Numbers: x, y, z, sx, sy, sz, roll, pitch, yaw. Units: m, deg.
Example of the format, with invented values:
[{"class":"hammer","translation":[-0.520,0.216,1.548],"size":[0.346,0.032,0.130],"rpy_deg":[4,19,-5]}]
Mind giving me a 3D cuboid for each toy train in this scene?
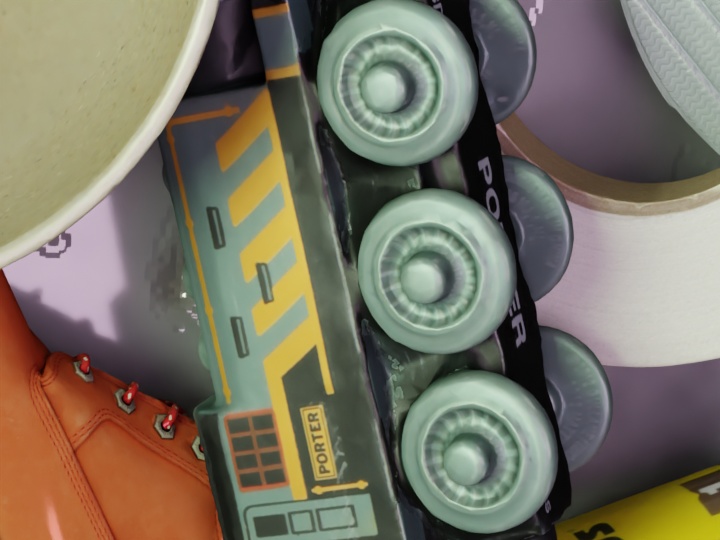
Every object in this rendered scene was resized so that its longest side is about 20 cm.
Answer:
[{"class":"toy train","translation":[0.000,0.000,0.809],"size":[0.113,0.085,0.202],"rpy_deg":[-9,99,22]}]

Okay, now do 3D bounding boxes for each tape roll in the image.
[{"class":"tape roll","translation":[0.083,-0.072,0.837],"size":[0.201,0.037,0.204],"rpy_deg":[2,102,9]}]

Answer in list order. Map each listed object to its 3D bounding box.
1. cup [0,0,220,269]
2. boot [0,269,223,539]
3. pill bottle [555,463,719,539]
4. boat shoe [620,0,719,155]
[{"class":"cup","translation":[-0.147,-0.104,0.750],"size":[0.199,0.143,0.202],"rpy_deg":[-4,103,-16]},{"class":"boot","translation":[-0.092,0.047,0.844],"size":[0.107,0.075,0.201],"rpy_deg":[-23,108,-22]},{"class":"pill bottle","translation":[0.061,0.136,0.879],"size":[0.199,0.109,0.110],"rpy_deg":[-19,106,-11]},{"class":"boat shoe","translation":[0.145,-0.055,0.886],"size":[0.072,0.062,0.201],"rpy_deg":[-31,95,27]}]
